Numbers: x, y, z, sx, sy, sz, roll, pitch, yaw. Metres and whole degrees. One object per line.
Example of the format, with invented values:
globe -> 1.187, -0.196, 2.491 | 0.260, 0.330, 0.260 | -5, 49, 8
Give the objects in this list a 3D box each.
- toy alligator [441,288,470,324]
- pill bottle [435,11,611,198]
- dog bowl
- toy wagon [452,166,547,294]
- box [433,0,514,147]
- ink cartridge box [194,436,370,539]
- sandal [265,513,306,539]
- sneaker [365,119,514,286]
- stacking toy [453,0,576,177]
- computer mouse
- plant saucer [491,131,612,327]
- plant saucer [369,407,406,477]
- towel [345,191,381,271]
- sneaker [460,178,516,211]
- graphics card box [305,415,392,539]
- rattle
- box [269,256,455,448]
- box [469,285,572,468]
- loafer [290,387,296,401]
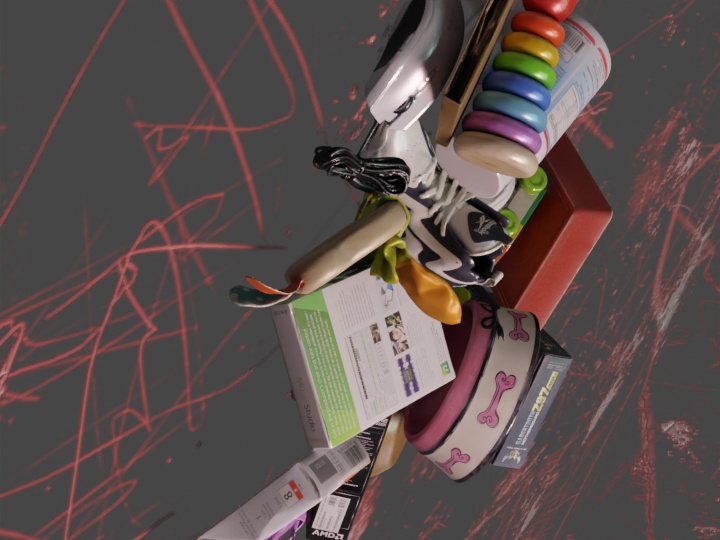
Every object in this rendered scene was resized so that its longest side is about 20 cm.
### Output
toy alligator -> 0.101, 0.045, 1.690 | 0.199, 0.059, 0.055 | -23, 103, -57
pill bottle -> 0.166, -0.172, 1.498 | 0.200, 0.108, 0.109 | -49, 157, -25
dog bowl -> 0.115, 0.122, 1.567 | 0.202, 0.073, 0.201 | -60, -168, 22
toy wagon -> 0.139, -0.033, 1.626 | 0.201, 0.039, 0.155 | -55, -175, -29
box -> 0.112, -0.207, 1.337 | 0.200, 0.021, 0.165 | 94, 21, -85
ink cartridge box -> -0.095, 0.241, 1.412 | 0.200, 0.050, 0.162 | -42, 173, 16
sandal -> -0.097, 0.292, 1.606 | 0.202, 0.049, 0.083 | -29, 145, -55
sneaker -> 0.085, -0.063, 1.365 | 0.079, 0.128, 0.201 | -38, 128, -38
stacking toy -> 0.156, -0.196, 1.386 | 0.085, 0.084, 0.203 | 32, 75, -70
computer mouse -> 0.040, -0.162, 1.277 | 0.109, 0.044, 0.202 | 22, 96, -44
plant saucer -> 0.202, -0.043, 1.691 | 0.201, 0.036, 0.201 | -60, -156, 25
plant saucer -> 0.046, 0.157, 1.703 | 0.200, 0.035, 0.203 | 20, 89, -80
towel -> 0.000, 0.000, 1.479 | 0.086, 0.018, 0.202 | -25, 141, -56
sneaker -> 0.106, -0.084, 1.536 | 0.201, 0.073, 0.080 | -54, 126, -43
graphics card box -> -0.013, 0.183, 1.569 | 0.126, 0.050, 0.202 | -92, -164, -55
rattle -> -0.013, 0.028, 1.297 | 0.200, 0.129, 0.145 | -42, 116, -54
box -> 0.006, 0.071, 1.414 | 0.199, 0.036, 0.146 | -23, 101, -47
box -> 0.163, 0.123, 1.784 | 0.050, 0.200, 0.159 | 11, 113, -31
loafer -> -0.001, 0.083, 1.468 | 0.200, 0.069, 0.076 | -37, 152, -51
